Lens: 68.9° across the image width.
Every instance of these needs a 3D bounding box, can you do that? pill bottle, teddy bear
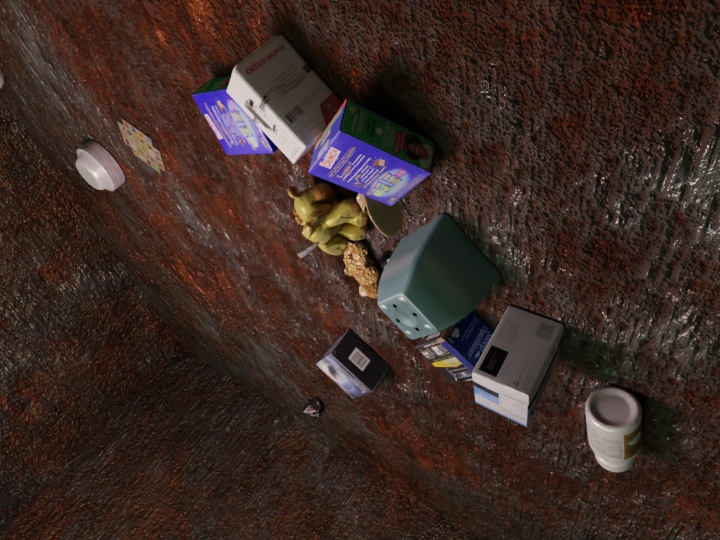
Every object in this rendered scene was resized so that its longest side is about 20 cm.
[{"bbox_3d":[0.576,0.368,1.194,0.113,0.115,0.202,14,142,38],"label":"pill bottle"},{"bbox_3d":[0.000,0.000,1.436,0.143,0.067,0.202,23,145,34],"label":"teddy bear"}]

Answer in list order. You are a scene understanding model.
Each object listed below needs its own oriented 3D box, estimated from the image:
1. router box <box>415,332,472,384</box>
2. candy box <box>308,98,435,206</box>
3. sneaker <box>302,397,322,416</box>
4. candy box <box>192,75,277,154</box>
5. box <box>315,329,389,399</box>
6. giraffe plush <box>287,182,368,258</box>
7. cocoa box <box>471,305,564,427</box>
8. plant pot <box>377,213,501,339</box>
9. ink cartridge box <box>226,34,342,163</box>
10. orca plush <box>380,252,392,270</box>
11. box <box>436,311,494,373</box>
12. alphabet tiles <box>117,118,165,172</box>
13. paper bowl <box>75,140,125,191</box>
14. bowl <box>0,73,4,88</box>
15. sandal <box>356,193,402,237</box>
[{"bbox_3d":[0.263,0.231,1.445,0.157,0.052,0.200,45,151,-6],"label":"router box"},{"bbox_3d":[0.019,-0.221,1.028,0.197,0.079,0.169,18,157,-21],"label":"candy box"},{"bbox_3d":[-0.224,0.697,2.647,0.085,0.081,0.200,32,160,-9],"label":"sneaker"},{"bbox_3d":[-0.286,-0.370,1.255,0.197,0.077,0.171,10,139,41],"label":"candy box"},{"bbox_3d":[-0.033,0.341,1.876,0.200,0.124,0.198,42,152,-1],"label":"box"},{"bbox_3d":[-0.096,-0.141,1.295,0.164,0.197,0.174,59,165,30],"label":"giraffe plush"},{"bbox_3d":[0.349,0.209,1.163,0.132,0.201,0.133,19,146,31],"label":"cocoa box"},{"bbox_3d":[0.151,0.036,1.169,0.196,0.201,0.195,45,150,-9],"label":"plant pot"},{"bbox_3d":[-0.149,-0.347,1.067,0.200,0.147,0.083,46,152,-8],"label":"ink cartridge box"},{"bbox_3d":[0.119,0.042,1.345,0.200,0.071,0.105,47,150,-10],"label":"orca plush"},{"bbox_3d":[0.291,0.190,1.289,0.200,0.122,0.032,43,150,-5],"label":"box"},{"bbox_3d":[-0.760,-0.431,1.824,0.198,0.006,0.167,35,151,12],"label":"alphabet tiles"},{"bbox_3d":[-1.055,-0.408,2.110,0.198,0.105,0.202,28,147,20],"label":"paper bowl"},{"bbox_3d":[-1.553,-0.846,2.143,0.197,0.075,0.202,26,147,26],"label":"bowl"},{"bbox_3d":[0.021,-0.176,1.192,0.214,0.077,0.069,57,167,-15],"label":"sandal"}]
